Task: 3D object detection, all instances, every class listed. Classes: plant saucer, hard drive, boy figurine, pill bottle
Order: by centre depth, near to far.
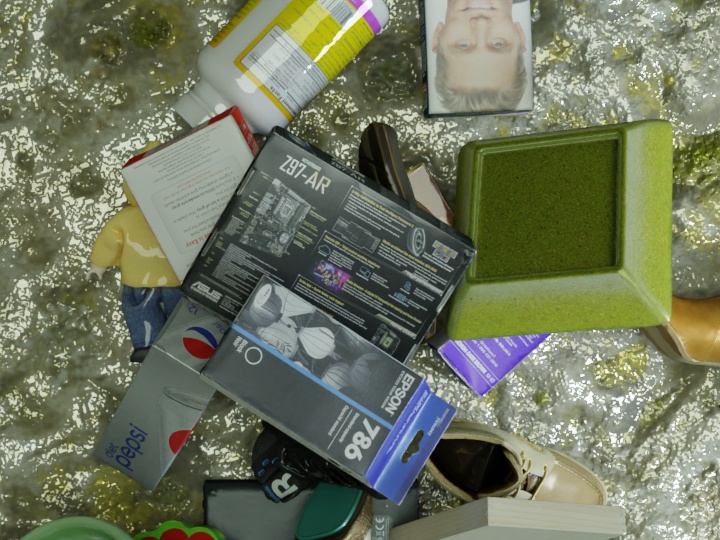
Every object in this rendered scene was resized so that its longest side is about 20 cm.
[{"bbox_3d":[0.167,-0.046,1.480,0.199,0.048,0.200,-6,62,21],"label":"plant saucer"},{"bbox_3d":[-0.076,-0.194,1.537,0.104,0.104,0.200,44,89,-3],"label":"pill bottle"},{"bbox_3d":[-0.190,-0.016,1.555,0.124,0.064,0.200,-7,91,-2],"label":"boy figurine"},{"bbox_3d":[-0.046,0.264,1.581,0.200,0.033,0.140,0,91,-3],"label":"hard drive"}]

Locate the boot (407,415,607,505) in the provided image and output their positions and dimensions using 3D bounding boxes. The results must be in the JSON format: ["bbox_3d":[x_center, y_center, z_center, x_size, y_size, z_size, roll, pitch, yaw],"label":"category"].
[{"bbox_3d":[0.138,0.185,1.527,0.200,0.155,0.073,26,89,-3],"label":"boot"}]

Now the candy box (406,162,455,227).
[{"bbox_3d":[0.000,0.000,1.568,0.200,0.056,0.117,-31,92,-3],"label":"candy box"}]

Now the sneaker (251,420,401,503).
[{"bbox_3d":[-0.034,0.176,1.508,0.112,0.200,0.073,-45,117,2],"label":"sneaker"}]

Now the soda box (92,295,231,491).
[{"bbox_3d":[-0.169,0.112,1.495,0.068,0.200,0.063,32,49,-3],"label":"soda box"}]

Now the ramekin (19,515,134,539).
[{"bbox_3d":[-0.229,0.318,1.454,0.200,0.098,0.200,-14,61,27],"label":"ramekin"}]

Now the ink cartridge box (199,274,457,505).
[{"bbox_3d":[-0.023,0.098,1.397,0.200,0.039,0.100,32,78,-3],"label":"ink cartridge box"}]

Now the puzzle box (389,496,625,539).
[{"bbox_3d":[0.123,0.228,1.493,0.133,0.200,0.025,7,72,-23],"label":"puzzle box"}]

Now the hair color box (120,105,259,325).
[{"bbox_3d":[-0.112,-0.029,1.488,0.111,0.064,0.200,-25,101,7],"label":"hair color box"}]

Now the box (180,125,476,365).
[{"bbox_3d":[-0.027,-0.004,1.439,0.200,0.044,0.160,29,102,-7],"label":"box"}]

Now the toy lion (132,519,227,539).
[{"bbox_3d":[-0.189,0.322,1.546,0.200,0.069,0.192,2,84,11],"label":"toy lion"}]

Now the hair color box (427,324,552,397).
[{"bbox_3d":[0.157,0.024,1.549,0.200,0.109,0.065,-43,93,-1],"label":"hair color box"}]

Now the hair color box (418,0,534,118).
[{"bbox_3d":[0.105,-0.242,1.567,0.100,0.061,0.200,-3,92,-2],"label":"hair color box"}]

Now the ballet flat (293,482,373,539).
[{"bbox_3d":[-0.028,0.254,1.504,0.070,0.200,0.065,-12,123,35],"label":"ballet flat"}]

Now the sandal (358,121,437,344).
[{"bbox_3d":[0.044,-0.035,1.516,0.054,0.082,0.200,-10,83,-24],"label":"sandal"}]

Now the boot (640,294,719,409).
[{"bbox_3d":[0.348,0.036,1.586,0.144,0.071,0.201,-45,96,-7],"label":"boot"}]
